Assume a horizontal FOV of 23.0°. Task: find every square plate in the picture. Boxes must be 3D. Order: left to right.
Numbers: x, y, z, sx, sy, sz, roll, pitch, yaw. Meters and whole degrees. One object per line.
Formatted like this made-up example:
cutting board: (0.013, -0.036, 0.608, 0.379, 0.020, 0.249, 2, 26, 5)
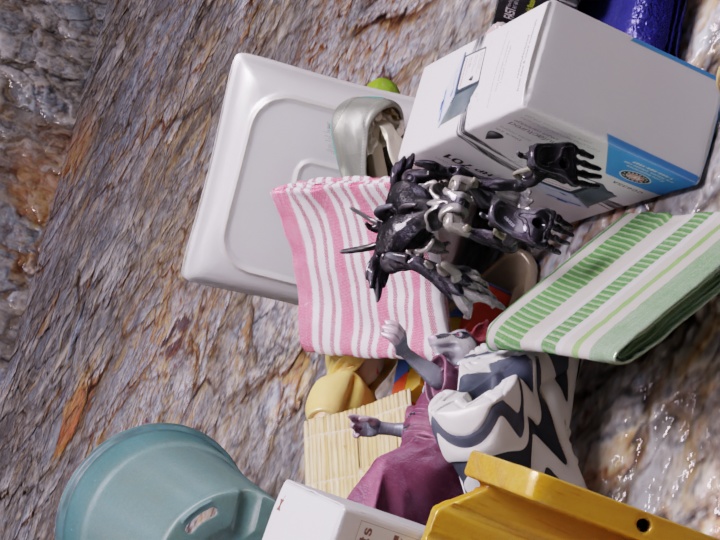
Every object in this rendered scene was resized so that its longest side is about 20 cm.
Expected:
square plate: (-0.031, -0.061, 1.477, 0.028, 0.200, 0.198, -103, 27, -78)

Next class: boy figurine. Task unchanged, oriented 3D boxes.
boy figurine: (-0.005, 0.135, 1.458, 0.064, 0.124, 0.200, -7, 55, 26)

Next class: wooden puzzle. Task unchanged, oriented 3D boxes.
wooden puzzle: (0.068, 0.100, 1.387, 0.185, 0.046, 0.200, -45, 30, 49)

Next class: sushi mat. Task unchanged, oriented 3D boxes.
sushi mat: (0.002, 0.187, 1.329, 0.096, 0.012, 0.200, -16, 53, 18)

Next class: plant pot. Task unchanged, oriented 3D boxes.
plant pot: (-0.156, 0.254, 1.629, 0.196, 0.200, 0.200, 11, 80, 63)

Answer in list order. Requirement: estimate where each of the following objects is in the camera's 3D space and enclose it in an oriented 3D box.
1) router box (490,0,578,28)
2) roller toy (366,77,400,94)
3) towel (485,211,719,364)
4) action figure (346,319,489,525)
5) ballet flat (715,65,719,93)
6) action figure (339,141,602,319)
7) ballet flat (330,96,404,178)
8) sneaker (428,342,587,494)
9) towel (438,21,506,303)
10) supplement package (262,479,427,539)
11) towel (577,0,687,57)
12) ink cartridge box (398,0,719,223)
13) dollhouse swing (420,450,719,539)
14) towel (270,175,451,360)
router box: (0.152, -0.260, 1.403, 0.200, 0.062, 0.150, 80, -154, -83)
roller toy: (0.002, -0.060, 1.589, 0.200, 0.140, 0.183, 140, 152, -72)
towel: (0.171, 0.010, 1.133, 0.152, 0.023, 0.200, -37, 13, -17)
action figure: (0.058, 0.123, 1.244, 0.134, 0.149, 0.200, 98, -162, -68)
ballet flat: (0.282, -0.152, 1.056, 0.063, 0.069, 0.200, -61, 16, -24)
action figure: (0.074, -0.028, 1.231, 0.200, 0.102, 0.119, -12, 52, 52)
ballet flat: (0.021, -0.042, 1.429, 0.064, 0.067, 0.200, -3, 102, 38)
sneaker: (0.115, 0.119, 1.195, 0.199, 0.079, 0.130, -41, -62, -67)
towel: (0.086, -0.075, 1.442, 0.191, 0.032, 0.200, 88, -162, -72)
supplement package: (0.038, 0.220, 1.105, 0.117, 0.200, 0.117, -70, 19, -5)
towel: (0.211, -0.215, 1.345, 0.148, 0.049, 0.200, 150, 138, -71)
ink cartridge box: (0.138, -0.106, 1.263, 0.200, 0.146, 0.086, -21, 50, 65)
dollhouse swing: (0.119, 0.224, 0.964, 0.176, 0.182, 0.200, 172, 119, -81)
towel: (0.000, 0.000, 1.381, 0.200, 0.030, 0.147, 2, 104, 57)
